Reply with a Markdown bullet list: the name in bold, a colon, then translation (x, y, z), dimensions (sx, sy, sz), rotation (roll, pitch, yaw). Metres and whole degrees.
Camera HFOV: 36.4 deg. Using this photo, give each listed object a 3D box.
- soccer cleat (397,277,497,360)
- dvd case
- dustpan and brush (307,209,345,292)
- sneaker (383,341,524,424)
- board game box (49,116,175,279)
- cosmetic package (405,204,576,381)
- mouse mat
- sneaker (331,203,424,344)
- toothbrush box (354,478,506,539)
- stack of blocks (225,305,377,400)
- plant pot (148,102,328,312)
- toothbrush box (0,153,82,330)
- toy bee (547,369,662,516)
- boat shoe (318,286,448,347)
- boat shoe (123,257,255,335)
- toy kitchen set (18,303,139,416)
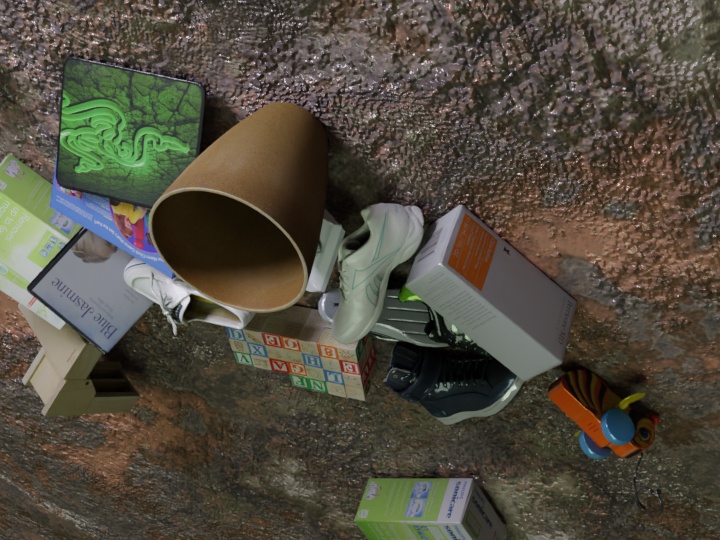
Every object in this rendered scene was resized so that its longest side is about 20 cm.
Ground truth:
- **soccer cleat**: translation (0.130, 0.071, 1.369), dimensions (0.200, 0.081, 0.068), rotation (43, -179, -12)
- **dvd case**: translation (-0.331, -0.002, 1.480), dimensions (0.143, 0.200, 0.018), rotation (43, -178, -23)
- **dustpan and brush**: translation (-0.115, -0.067, 1.365), dimensions (0.200, 0.057, 0.140), rotation (47, 145, 20)
- **sneaker**: translation (0.119, 0.134, 1.463), dimensions (0.146, 0.078, 0.202), rotation (36, 141, -19)
- **board game box**: translation (-0.294, -0.097, 1.378), dimensions (0.198, 0.045, 0.136), rotation (29, 126, 13)
- **cosmetic package**: translation (0.158, 0.028, 1.303), dimensions (0.199, 0.102, 0.071), rotation (38, 139, -18)
- **mouse mat**: translation (-0.279, -0.161, 1.312), dimensions (0.197, 0.008, 0.163), rotation (14, 106, 19)
- **sneaker**: translation (0.000, 0.000, 1.324), dimensions (0.079, 0.071, 0.202), rotation (11, 119, -29)
- **toothbrush box**: translation (0.114, 0.411, 1.765), dimensions (0.198, 0.087, 0.146), rotation (-8, 132, 32)
- **stack of blocks**: translation (-0.082, 0.110, 1.555), dimensions (0.197, 0.059, 0.116), rotation (10, 140, 18)
- **plant pot**: translation (-0.113, -0.089, 1.229), dimensions (0.184, 0.201, 0.188), rotation (13, 140, 11)
- **toothbrush box**: translation (-0.455, -0.038, 1.528), dimensions (0.199, 0.087, 0.146), rotation (37, 121, -18)
- **toy bee**: translation (0.336, 0.207, 1.433), dimensions (0.130, 0.108, 0.202), rotation (-16, 102, 49)
- **boat shoe**: translation (0.044, 0.055, 1.426), dimensions (0.197, 0.073, 0.071), rotation (11, 173, 0)
- **boat shoe**: translation (-0.230, 0.041, 1.421), dimensions (0.199, 0.087, 0.075), rotation (13, 140, 15)
- **toy kitchen set**: translation (-0.423, 0.097, 1.725), dimensions (0.163, 0.179, 0.201), rotation (47, 112, 29)
